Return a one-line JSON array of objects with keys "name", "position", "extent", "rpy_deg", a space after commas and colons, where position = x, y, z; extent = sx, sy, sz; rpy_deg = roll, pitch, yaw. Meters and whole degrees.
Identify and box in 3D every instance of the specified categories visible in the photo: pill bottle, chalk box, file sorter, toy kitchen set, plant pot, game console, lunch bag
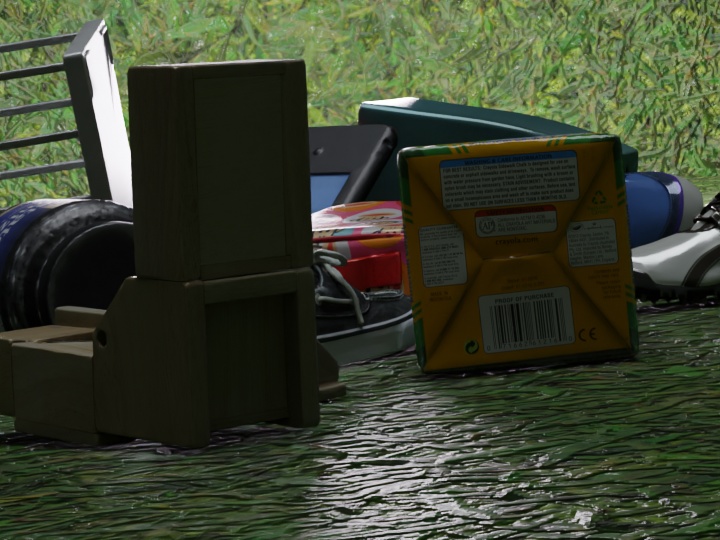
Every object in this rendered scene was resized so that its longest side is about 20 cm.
[{"name": "pill bottle", "position": [-0.169, 0.013, 1.511], "extent": [0.111, 0.113, 0.200], "rpy_deg": [-7, 4, -20]}, {"name": "chalk box", "position": [0.087, -0.015, 1.441], "extent": [0.124, 0.125, 0.200], "rpy_deg": [-5, 4, 1]}, {"name": "file sorter", "position": [-0.226, -0.057, 1.764], "extent": [0.124, 0.201, 0.139], "rpy_deg": [-10, 15, 4]}, {"name": "toy kitchen set", "position": [-0.086, -0.015, 1.261], "extent": [0.163, 0.182, 0.199], "rpy_deg": [-8, 8, -42]}, {"name": "plant pot", "position": [0.109, -0.056, 1.958], "extent": [0.199, 0.142, 0.141], "rpy_deg": [5, 7, 18]}, {"name": "game console", "position": [-0.080, -0.035, 1.882], "extent": [0.176, 0.031, 0.200], "rpy_deg": [-4, 43, 39]}, {"name": "lunch bag", "position": [0.000, 0.000, 1.665], "extent": [0.199, 0.082, 0.176], "rpy_deg": [-4, 5, 24]}]

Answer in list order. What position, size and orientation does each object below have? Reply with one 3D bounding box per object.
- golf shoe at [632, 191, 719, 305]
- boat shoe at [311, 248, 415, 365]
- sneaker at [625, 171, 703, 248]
[{"name": "golf shoe", "position": [0.245, -0.029, 1.646], "extent": [0.199, 0.095, 0.078], "rpy_deg": [-9, 6, -17]}, {"name": "boat shoe", "position": [-0.032, 0.022, 1.486], "extent": [0.073, 0.068, 0.199], "rpy_deg": [-2, 5, 44]}, {"name": "sneaker", "position": [0.122, -0.035, 1.748], "extent": [0.146, 0.081, 0.200], "rpy_deg": [17, -19, -35]}]
